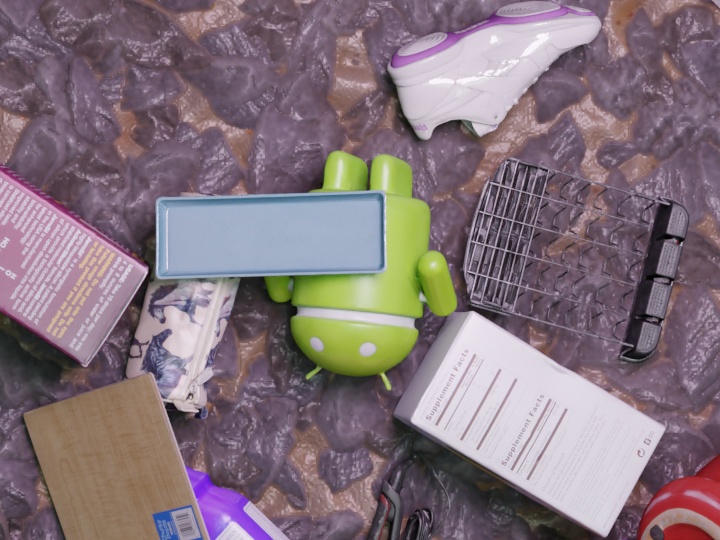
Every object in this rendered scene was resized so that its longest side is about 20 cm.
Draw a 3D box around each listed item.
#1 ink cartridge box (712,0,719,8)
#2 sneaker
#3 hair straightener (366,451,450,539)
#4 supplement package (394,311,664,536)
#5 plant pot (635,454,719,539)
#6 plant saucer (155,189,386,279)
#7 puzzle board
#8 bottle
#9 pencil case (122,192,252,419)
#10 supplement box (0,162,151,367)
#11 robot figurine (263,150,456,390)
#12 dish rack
[{"bbox_3d":[0.400,-0.317,1.800,0.116,0.067,0.200,44,86,-5],"label":"ink cartridge box"},{"bbox_3d":[0.124,-0.180,1.773,0.198,0.075,0.100,-19,110,-7],"label":"sneaker"},{"bbox_3d":[0.035,0.262,1.769,0.076,0.041,0.202,17,83,-7],"label":"hair straightener"},{"bbox_3d":[0.145,0.132,1.734,0.199,0.114,0.110,31,85,-5],"label":"supplement package"},{"bbox_3d":[0.351,0.242,1.695,0.181,0.200,0.202,-12,91,-35],"label":"plant pot"},{"bbox_3d":[-0.075,-0.029,1.666,0.198,0.019,0.071,-2,84,9],"label":"plant saucer"},{"bbox_3d":[-0.202,0.199,1.705,0.150,0.017,0.202,-18,93,32],"label":"puzzle board"},{"bbox_3d":[-0.121,0.237,1.726,0.200,0.065,0.084,43,109,2],"label":"bottle"},{"bbox_3d":[-0.144,0.025,1.719,0.089,0.078,0.202,14,86,38],"label":"pencil case"},{"bbox_3d":[-0.286,-0.016,1.681,0.199,0.131,0.104,34,87,-5],"label":"supplement box"},{"bbox_3d":[0.000,0.000,1.722,0.174,0.116,0.202,6,88,16],"label":"robot figurine"},{"bbox_3d":[0.193,-0.013,1.780,0.198,0.055,0.155,15,86,-5],"label":"dish rack"}]
